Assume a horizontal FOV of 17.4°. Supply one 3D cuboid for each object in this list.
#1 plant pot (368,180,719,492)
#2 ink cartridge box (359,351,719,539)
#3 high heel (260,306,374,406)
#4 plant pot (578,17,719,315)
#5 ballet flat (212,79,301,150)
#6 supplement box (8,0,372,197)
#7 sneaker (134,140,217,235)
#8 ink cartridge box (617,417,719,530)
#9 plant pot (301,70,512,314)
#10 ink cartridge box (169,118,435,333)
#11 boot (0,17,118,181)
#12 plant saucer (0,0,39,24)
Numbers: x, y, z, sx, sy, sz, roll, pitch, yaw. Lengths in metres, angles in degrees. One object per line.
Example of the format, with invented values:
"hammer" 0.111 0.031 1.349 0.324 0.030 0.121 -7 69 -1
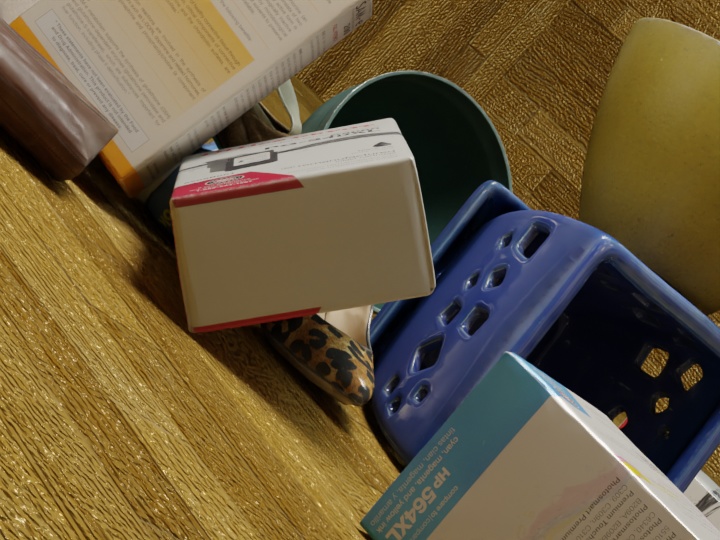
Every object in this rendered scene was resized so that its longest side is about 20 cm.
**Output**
"plant pot" 0.116 0.069 1.594 0.200 0.200 0.180 39 -1 -35
"ink cartridge box" 0.123 0.165 1.221 0.200 0.125 0.128 46 7 36
"high heel" 0.000 0.000 1.529 0.071 0.143 0.200 39 6 -31
"plant pot" 0.228 -0.054 1.595 0.199 0.142 0.200 35 -6 5
"ballet flat" -0.091 -0.132 1.558 0.200 0.072 0.068 52 18 20
"supplement box" -0.106 -0.158 1.496 0.126 0.200 0.074 53 -4 7
"sneaker" -0.092 -0.044 1.614 0.082 0.074 0.200 44 13 9
"ink cartridge box" 0.313 0.238 2.228 0.200 0.084 0.144 43 5 20
"plant pot" 0.008 -0.059 1.951 0.200 0.201 0.134 40 -21 -25
"ink cartridge box" -0.037 -0.031 1.417 0.200 0.144 0.084 -106 -174 -79
"boot" -0.236 -0.147 1.419 0.200 0.064 0.187 39 15 -27
"plant saucer" -0.178 -0.160 1.606 0.200 0.034 0.202 25 52 -37
